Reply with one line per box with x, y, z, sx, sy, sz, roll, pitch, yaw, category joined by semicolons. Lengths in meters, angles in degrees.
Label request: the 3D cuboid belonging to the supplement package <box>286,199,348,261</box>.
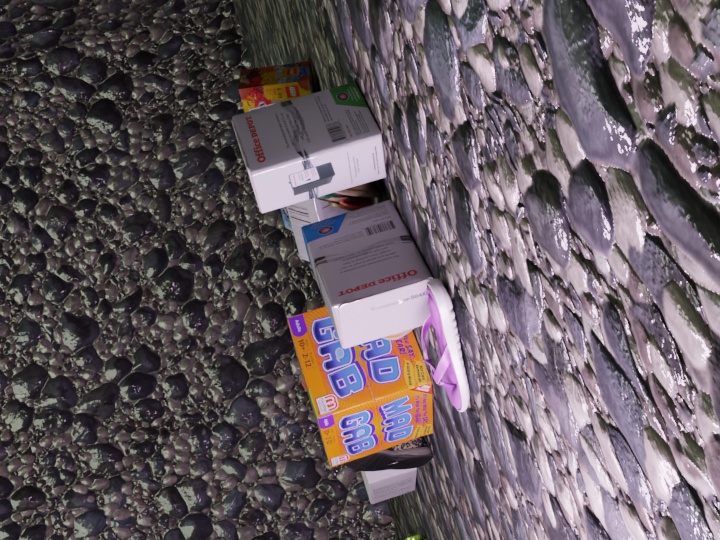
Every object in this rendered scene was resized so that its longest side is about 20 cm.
-0.062;-0.124;1.698;0.109;0.113;0.203;18;128;52;supplement package

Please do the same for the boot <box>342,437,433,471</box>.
0.034;0.294;1.793;0.074;0.201;0.155;-48;45;41;boot

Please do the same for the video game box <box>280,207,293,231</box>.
-0.096;-0.141;1.978;0.198;0.047;0.184;25;139;36;video game box

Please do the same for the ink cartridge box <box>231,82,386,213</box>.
-0.077;-0.183;1.398;0.084;0.197;0.148;81;171;-46;ink cartridge box

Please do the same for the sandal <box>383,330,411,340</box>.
0.059;0.080;1.485;0.207;0.078;0.060;66;-177;-66;sandal

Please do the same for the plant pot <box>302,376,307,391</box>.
-0.059;0.200;2.407;0.202;0.197;0.179;82;178;-55;plant pot

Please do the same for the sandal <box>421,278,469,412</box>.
0.100;0.099;1.235;0.083;0.049;0.205;-116;11;-59;sandal

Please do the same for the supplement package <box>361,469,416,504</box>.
0.059;0.454;2.239;0.201;0.118;0.123;86;167;-63;supplement package

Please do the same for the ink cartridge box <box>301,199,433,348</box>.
0.010;0.002;1.351;0.201;0.144;0.085;-113;10;-50;ink cartridge box

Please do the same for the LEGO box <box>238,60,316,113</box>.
-0.160;-0.323;1.977;0.078;0.146;0.202;-91;-8;-46;LEGO box

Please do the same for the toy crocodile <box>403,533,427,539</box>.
0.149;0.716;2.449;0.200;0.061;0.068;106;148;-70;toy crocodile

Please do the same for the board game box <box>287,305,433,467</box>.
0.002;0.186;1.661;0.201;0.197;0.202;83;169;-56;board game box

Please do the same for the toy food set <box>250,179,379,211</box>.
-0.063;-0.134;1.505;0.200;0.195;0.049;-19;-57;-70;toy food set
